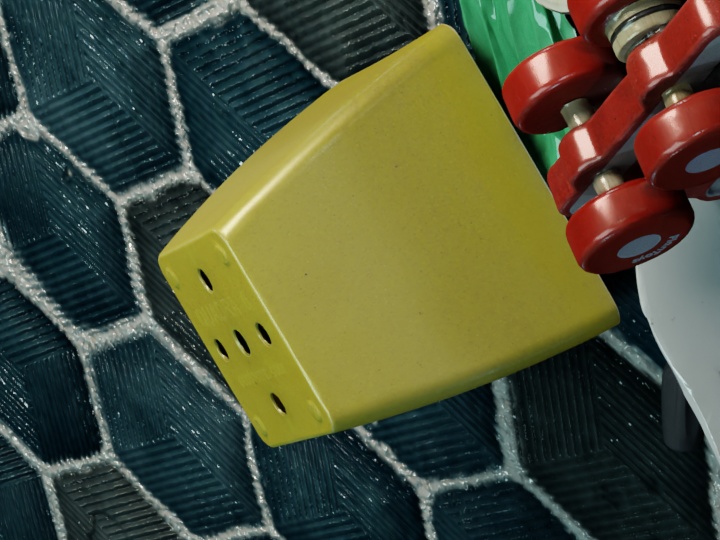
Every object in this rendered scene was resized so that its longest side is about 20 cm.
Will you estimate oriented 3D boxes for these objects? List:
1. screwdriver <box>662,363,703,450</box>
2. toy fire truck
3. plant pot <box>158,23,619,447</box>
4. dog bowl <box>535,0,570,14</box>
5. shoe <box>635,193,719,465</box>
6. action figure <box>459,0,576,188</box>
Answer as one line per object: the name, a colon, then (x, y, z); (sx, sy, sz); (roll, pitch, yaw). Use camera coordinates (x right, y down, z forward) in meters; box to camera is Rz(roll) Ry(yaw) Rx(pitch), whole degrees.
screwdriver: (0.186, 0.020, 1.683); (0.028, 0.029, 0.200); (26, 135, 38)
toy fire truck: (0.182, -0.090, 1.508); (0.112, 0.168, 0.200); (67, 148, 21)
plant pot: (0.000, 0.000, 1.731); (0.200, 0.176, 0.200); (59, 160, -4)
dog bowl: (0.093, -0.237, 1.518); (0.200, 0.074, 0.200); (56, 166, 21)
shoe: (0.208, 0.051, 1.644); (0.091, 0.071, 0.200); (30, -142, -82)
action figure: (0.097, -0.143, 1.654); (0.118, 0.055, 0.200); (8, 122, 48)
